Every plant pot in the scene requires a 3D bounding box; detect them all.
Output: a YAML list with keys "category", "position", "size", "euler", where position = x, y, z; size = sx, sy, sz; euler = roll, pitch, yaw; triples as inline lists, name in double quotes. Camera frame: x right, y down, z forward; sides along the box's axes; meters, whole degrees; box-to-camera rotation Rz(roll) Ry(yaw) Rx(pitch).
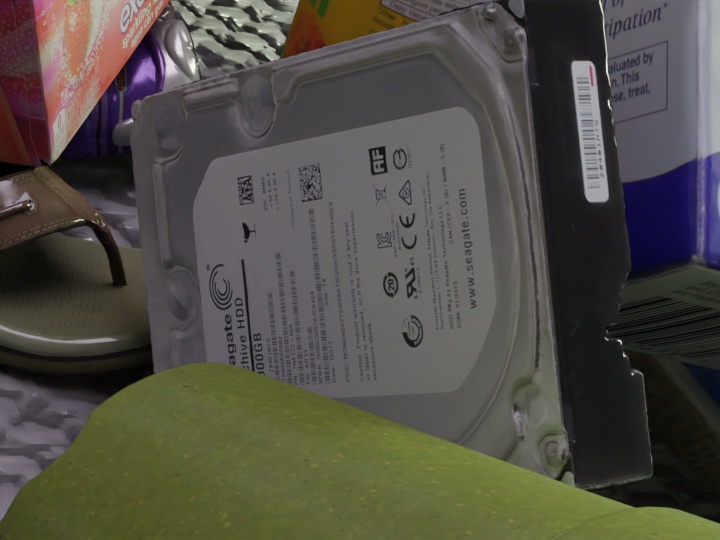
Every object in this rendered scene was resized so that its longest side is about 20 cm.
- category: "plant pot"
  position: [0.004, 0.114, 0.536]
  size: [0.190, 0.200, 0.200]
  euler: [29, 28, 37]

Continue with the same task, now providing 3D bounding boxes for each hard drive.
- category: "hard drive"
  position: [0.000, 0.000, 0.650]
  size: [0.038, 0.140, 0.200]
  euler: [-5, -1, -38]

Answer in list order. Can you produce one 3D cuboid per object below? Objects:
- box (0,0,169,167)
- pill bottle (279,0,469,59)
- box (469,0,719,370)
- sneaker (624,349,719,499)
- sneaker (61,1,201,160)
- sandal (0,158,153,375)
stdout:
- category: "box"
  position: [-0.128, -0.137, 0.805]
  size: [0.103, 0.095, 0.200]
  euler: [12, 40, 13]
- category: "pill bottle"
  position: [0.040, -0.147, 0.950]
  size: [0.111, 0.200, 0.111]
  euler: [16, 30, -9]
- category: "box"
  position: [0.137, -0.073, 0.703]
  size: [0.184, 0.105, 0.200]
  euler: [13, 72, -37]
- category: "sneaker"
  position: [0.172, 0.034, 0.820]
  size: [0.111, 0.077, 0.200]
  euler: [-30, 53, -12]
- category: "sneaker"
  position: [-0.148, -0.115, 0.909]
  size: [0.083, 0.081, 0.200]
  euler: [-19, 44, -32]
- category: "sandal"
  position: [-0.144, -0.017, 0.761]
  size: [0.201, 0.057, 0.080]
  euler: [19, 30, -4]
